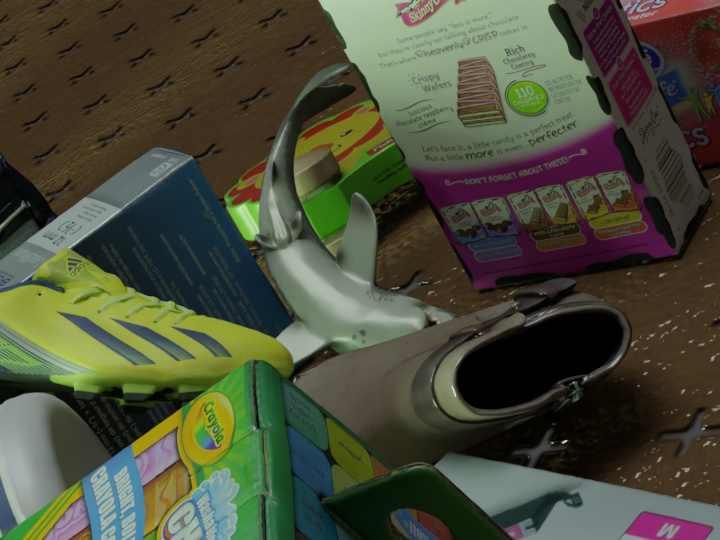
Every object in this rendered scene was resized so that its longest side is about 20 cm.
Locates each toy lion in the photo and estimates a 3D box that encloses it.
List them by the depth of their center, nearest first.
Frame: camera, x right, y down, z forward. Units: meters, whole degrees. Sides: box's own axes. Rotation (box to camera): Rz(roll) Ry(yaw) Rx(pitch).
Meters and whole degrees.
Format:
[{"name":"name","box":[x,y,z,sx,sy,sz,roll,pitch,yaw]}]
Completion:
[{"name":"toy lion","box":[0.005,-0.079,1.284,0.200,0.069,0.192,-31,16,-2]}]

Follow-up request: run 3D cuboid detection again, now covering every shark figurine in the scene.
[{"name":"shark figurine","box":[-0.018,-0.008,1.103,0.128,0.089,0.215,-30,60,10]}]

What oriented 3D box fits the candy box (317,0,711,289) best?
[{"name":"candy box","box":[0.082,-0.094,1.033,0.136,0.200,0.061,-10,31,38]}]

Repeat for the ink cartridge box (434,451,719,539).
[{"name":"ink cartridge box","box":[0.049,0.154,0.775,0.173,0.044,0.200,-41,26,-27]}]

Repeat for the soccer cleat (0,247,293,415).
[{"name":"soccer cleat","box":[-0.132,0.028,0.978,0.199,0.084,0.065,2,-13,9]}]

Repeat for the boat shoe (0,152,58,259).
[{"name":"boat shoe","box":[-0.329,-0.014,1.489,0.200,0.093,0.075,-31,23,-2]}]

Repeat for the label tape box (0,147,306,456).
[{"name":"label tape box","box":[-0.146,0.046,1.090,0.200,0.144,0.066,-37,24,-16]}]

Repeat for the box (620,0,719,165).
[{"name":"box","box":[0.177,-0.122,1.111,0.199,0.095,0.103,-9,30,40]}]

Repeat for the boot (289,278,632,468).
[{"name":"boot","box":[0.029,0.060,0.907,0.199,0.070,0.146,-27,1,-16]}]

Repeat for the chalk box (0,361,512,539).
[{"name":"chalk box","box":[-0.037,0.131,0.736,0.200,0.125,0.124,-35,32,18]}]

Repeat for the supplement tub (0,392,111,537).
[{"name":"supplement tub","box":[-0.203,0.163,0.921,0.199,0.145,0.145,-28,23,4]}]
